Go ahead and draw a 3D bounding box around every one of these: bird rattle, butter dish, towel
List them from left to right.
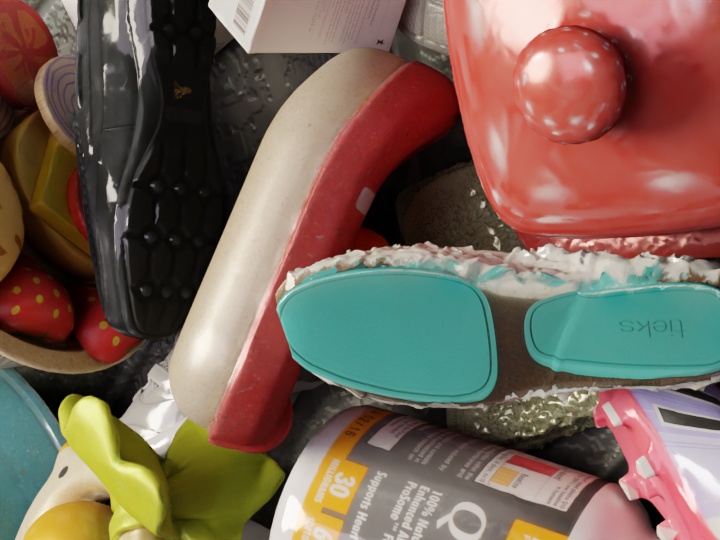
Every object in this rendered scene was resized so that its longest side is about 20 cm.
[{"bbox_3d":[-0.125,0.160,0.780,0.163,0.112,0.201,10,84,56],"label":"bird rattle"},{"bbox_3d":[0.109,-0.001,0.751,0.199,0.036,0.149,-22,81,33],"label":"towel"},{"bbox_3d":[0.107,-0.086,0.621,0.199,0.148,0.201,-4,106,34],"label":"butter dish"}]

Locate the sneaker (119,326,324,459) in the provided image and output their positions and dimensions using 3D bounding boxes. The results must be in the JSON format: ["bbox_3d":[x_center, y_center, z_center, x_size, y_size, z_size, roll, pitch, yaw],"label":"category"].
[{"bbox_3d":[-0.075,0.049,0.864,0.200,0.075,0.082,-37,67,18],"label":"sneaker"}]

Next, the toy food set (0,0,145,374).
[{"bbox_3d":[-0.166,-0.044,0.801,0.049,0.200,0.199,-29,38,32],"label":"toy food set"}]

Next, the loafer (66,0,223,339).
[{"bbox_3d":[-0.110,-0.066,0.784,0.070,0.068,0.202,-3,85,44],"label":"loafer"}]

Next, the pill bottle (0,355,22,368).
[{"bbox_3d":[-0.206,-0.001,0.863,0.111,0.200,0.112,2,93,34],"label":"pill bottle"}]

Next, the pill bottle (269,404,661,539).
[{"bbox_3d":[0.066,0.142,0.736,0.199,0.116,0.117,15,101,26],"label":"pill bottle"}]

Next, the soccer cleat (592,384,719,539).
[{"bbox_3d":[0.158,0.088,0.655,0.076,0.067,0.200,-25,44,-5],"label":"soccer cleat"}]

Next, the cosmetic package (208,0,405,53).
[{"bbox_3d":[-0.002,-0.196,0.711,0.051,0.082,0.201,52,133,42],"label":"cosmetic package"}]

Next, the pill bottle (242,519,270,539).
[{"bbox_3d":[-0.102,0.235,0.859,0.112,0.112,0.201,31,109,28],"label":"pill bottle"}]

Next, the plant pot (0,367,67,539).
[{"bbox_3d":[-0.270,0.168,0.887,0.200,0.187,0.201,24,124,42],"label":"plant pot"}]

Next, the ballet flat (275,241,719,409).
[{"bbox_3d":[0.066,0.021,0.665,0.199,0.072,0.072,2,94,12],"label":"ballet flat"}]

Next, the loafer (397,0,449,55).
[{"bbox_3d":[0.105,-0.142,0.738,0.199,0.063,0.072,-3,110,37],"label":"loafer"}]

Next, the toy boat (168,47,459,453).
[{"bbox_3d":[0.000,0.000,0.743,0.130,0.131,0.201,23,87,-3],"label":"toy boat"}]

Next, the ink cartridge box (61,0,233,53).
[{"bbox_3d":[-0.083,-0.216,0.839,0.200,0.083,0.147,-36,75,30],"label":"ink cartridge box"}]
